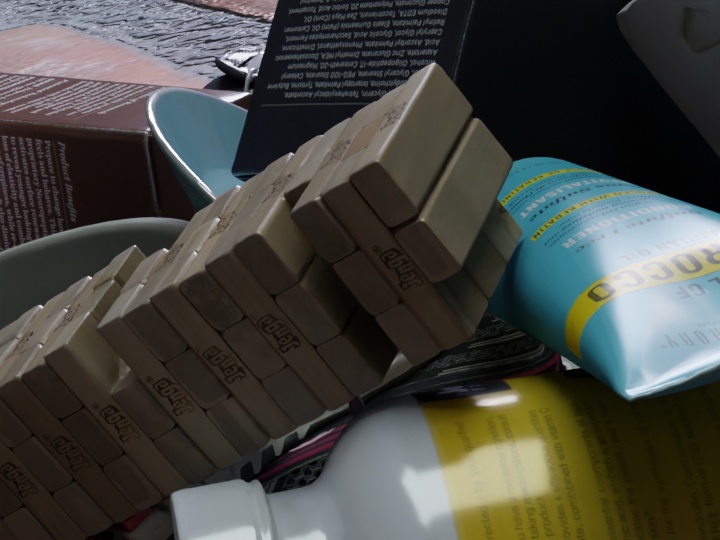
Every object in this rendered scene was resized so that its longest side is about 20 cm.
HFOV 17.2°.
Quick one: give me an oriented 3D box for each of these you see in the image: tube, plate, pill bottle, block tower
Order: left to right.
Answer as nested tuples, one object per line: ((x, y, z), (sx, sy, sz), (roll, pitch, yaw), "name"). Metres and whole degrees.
((-0.047, 0.021, 0.649), (0.200, 0.054, 0.058), (-29, 18, 33), "block tower")
((0.000, 0.000, 0.878), (0.200, 0.026, 0.200), (33, 13, -8), "plate")
((0.055, 0.082, 0.627), (0.200, 0.112, 0.112), (-8, 19, -7), "pill bottle")
((0.072, 0.005, 0.607), (0.077, 0.050, 0.200), (-22, 12, -9), "tube")

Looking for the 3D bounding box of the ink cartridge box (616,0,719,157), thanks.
((0.195, -0.116, 0.749), (0.200, 0.083, 0.147), (-37, 2, -9), "ink cartridge box")

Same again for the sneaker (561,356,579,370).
((0.137, 0.055, 0.750), (0.146, 0.077, 0.202), (-22, 34, -7), "sneaker")

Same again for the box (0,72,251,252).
((-0.137, -0.030, 1.040), (0.200, 0.100, 0.075), (9, 24, 38), "box")

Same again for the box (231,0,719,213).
((0.076, -0.087, 0.868), (0.200, 0.182, 0.104), (24, -15, -41), "box")

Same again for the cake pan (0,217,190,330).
((-0.135, 0.045, 0.846), (0.200, 0.037, 0.200), (-21, 21, 8), "cake pan")

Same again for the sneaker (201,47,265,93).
((-0.042, -0.070, 1.182), (0.140, 0.078, 0.200), (-3, 9, 14), "sneaker")

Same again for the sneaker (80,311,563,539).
((-0.023, 0.067, 0.712), (0.200, 0.075, 0.081), (-38, 13, -8), "sneaker")
